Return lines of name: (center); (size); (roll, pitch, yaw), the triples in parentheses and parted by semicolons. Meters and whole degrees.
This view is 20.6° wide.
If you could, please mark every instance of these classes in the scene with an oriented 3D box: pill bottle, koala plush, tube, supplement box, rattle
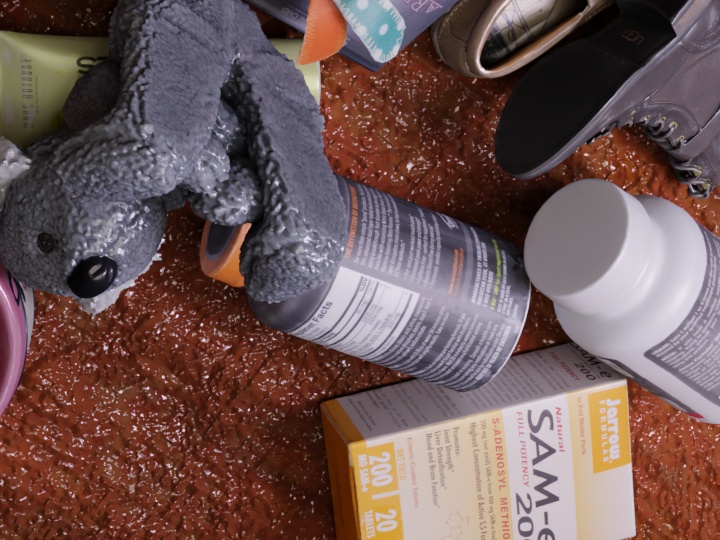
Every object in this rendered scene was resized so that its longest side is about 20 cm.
pill bottle: (0.000, 0.000, 1.254); (0.199, 0.106, 0.107); (20, 102, -23)
koala plush: (-0.135, -0.052, 1.140); (0.200, 0.184, 0.177); (-35, 134, 30)
tube: (-0.125, -0.111, 1.206); (0.199, 0.052, 0.058); (-3, 72, -12)
supplement box: (0.082, 0.136, 1.349); (0.199, 0.074, 0.127); (-13, 114, -14)
pill bottle: (0.195, 0.018, 1.295); (0.200, 0.111, 0.111); (32, 98, -43)
rattle: (-0.011, -0.182, 1.061); (0.130, 0.143, 0.201); (7, 115, -15)

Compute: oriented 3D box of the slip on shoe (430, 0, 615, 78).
slip on shoe: (0.136, -0.190, 1.253); (0.200, 0.061, 0.076); (-33, 116, -4)

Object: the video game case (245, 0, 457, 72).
video game case: (0.033, -0.208, 1.170); (0.200, 0.019, 0.143); (-40, 141, 23)

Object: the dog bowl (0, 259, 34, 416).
dog bowl: (-0.291, 0.038, 1.191); (0.199, 0.074, 0.201); (-6, 112, -16)

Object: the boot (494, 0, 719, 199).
boot: (0.195, -0.097, 1.286); (0.200, 0.069, 0.174); (-44, 137, 0)
